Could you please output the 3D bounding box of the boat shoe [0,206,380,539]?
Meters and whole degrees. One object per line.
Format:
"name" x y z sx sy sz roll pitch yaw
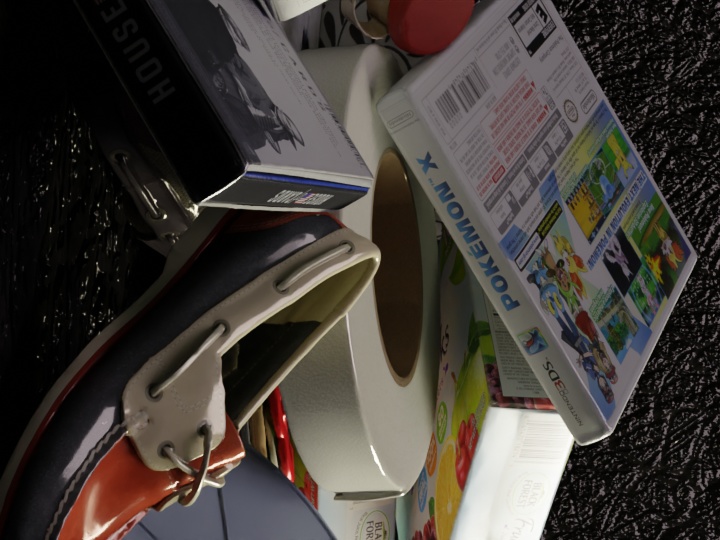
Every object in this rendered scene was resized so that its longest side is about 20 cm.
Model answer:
"boat shoe" -0.065 0.047 0.702 0.200 0.062 0.071 -54 162 -33

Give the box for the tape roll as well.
"tape roll" 0.000 0.000 0.863 0.203 0.037 0.205 -4 90 -77

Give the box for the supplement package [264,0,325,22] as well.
"supplement package" -0.007 -0.213 0.646 0.152 0.151 0.200 63 -1 14

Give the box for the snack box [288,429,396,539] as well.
"snack box" -0.030 0.150 1.084 0.142 0.052 0.202 -135 -138 -58

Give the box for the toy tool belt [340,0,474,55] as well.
"toy tool belt" 0.027 -0.212 0.853 0.124 0.123 0.201 -2 123 -42

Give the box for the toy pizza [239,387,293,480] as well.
"toy pizza" -0.051 0.106 0.958 0.200 0.031 0.202 174 -90 -84

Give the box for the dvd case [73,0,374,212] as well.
"dvd case" -0.059 -0.089 0.646 0.151 0.025 0.200 59 9 5

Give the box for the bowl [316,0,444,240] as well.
"bowl" -0.008 -0.080 1.032 0.094 0.200 0.201 -40 153 -21

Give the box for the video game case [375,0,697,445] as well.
"video game case" 0.093 -0.039 0.923 0.183 0.022 0.200 58 30 -10

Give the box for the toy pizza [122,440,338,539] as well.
"toy pizza" -0.059 0.148 0.769 0.200 0.032 0.201 39 32 -30

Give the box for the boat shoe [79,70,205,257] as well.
"boat shoe" -0.070 -0.036 0.815 0.200 0.064 0.073 73 13 -67

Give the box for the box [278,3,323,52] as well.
"box" -0.060 -0.122 0.865 0.200 0.059 0.118 73 21 -72

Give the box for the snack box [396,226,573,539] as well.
"snack box" 0.060 0.085 1.002 0.143 0.052 0.201 -97 -166 -46
